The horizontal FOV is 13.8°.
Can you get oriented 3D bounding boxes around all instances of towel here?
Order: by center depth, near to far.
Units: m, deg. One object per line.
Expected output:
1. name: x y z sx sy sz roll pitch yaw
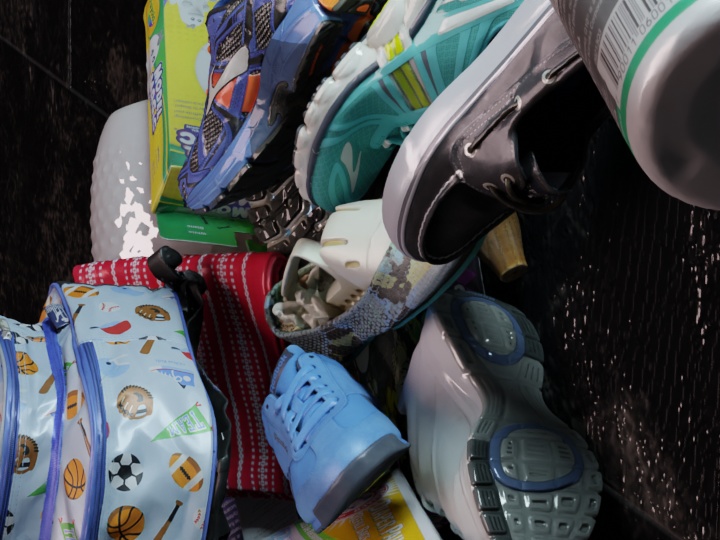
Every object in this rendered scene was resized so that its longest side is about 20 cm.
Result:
1. towel: -0.096 0.062 1.719 0.200 0.022 0.145 -3 99 50

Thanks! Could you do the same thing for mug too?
1. mug: -0.086 -0.020 1.857 0.200 0.147 0.176 -4 -99 -70

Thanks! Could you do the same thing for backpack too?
1. backpack: -0.142 0.110 1.624 0.191 0.153 0.201 -133 44 -59

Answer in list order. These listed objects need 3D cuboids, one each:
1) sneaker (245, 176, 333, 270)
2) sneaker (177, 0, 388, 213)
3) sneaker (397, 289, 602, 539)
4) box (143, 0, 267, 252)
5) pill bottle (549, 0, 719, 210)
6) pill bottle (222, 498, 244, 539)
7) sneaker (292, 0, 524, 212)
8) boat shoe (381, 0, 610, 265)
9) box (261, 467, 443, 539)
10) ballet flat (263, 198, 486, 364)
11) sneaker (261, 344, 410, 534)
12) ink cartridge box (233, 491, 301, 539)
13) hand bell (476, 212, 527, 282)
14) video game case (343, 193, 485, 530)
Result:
1. sneaker: -0.009 -0.088 1.687 0.078 0.090 0.201 -29 52 49
2. sneaker: -0.049 -0.107 1.565 0.079 0.075 0.200 51 133 20
3. sneaker: 0.065 0.099 1.495 0.200 0.074 0.087 -102 32 -51
4. box: -0.067 -0.092 1.759 0.048 0.117 0.201 115 157 -47
5. pill bottle: 0.130 -0.127 1.200 0.200 0.113 0.113 -112 25 -46
6. pill bottle: -0.044 0.174 1.800 0.111 0.111 0.201 108 153 -48
7. sneaker: 0.034 -0.094 1.494 0.080 0.077 0.200 46 126 9
8. boat shoe: 0.082 -0.064 1.390 0.200 0.070 0.066 -50 49 29
9. box: 0.006 0.187 1.505 0.102 0.112 0.200 63 178 -10
10. ballet flat: 0.000 0.000 1.544 0.200 0.074 0.075 136 129 -59
11. sneaker: -0.023 0.081 1.523 0.078 0.066 0.200 49 180 -4
12. ink cartridge box: -0.019 0.175 1.680 0.095 0.037 0.201 -37 54 39
13. hand bell: 0.041 -0.080 1.576 0.200 0.104 0.104 63 153 25
14. video game case: 0.026 0.055 1.682 0.200 0.036 0.182 134 130 -66
